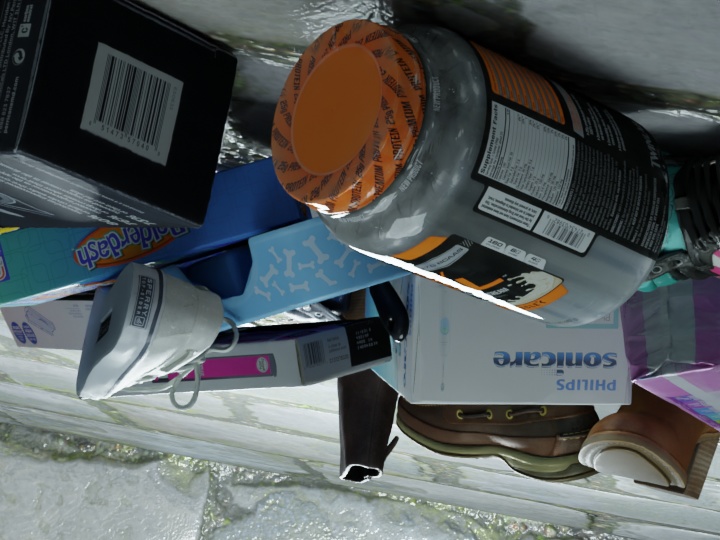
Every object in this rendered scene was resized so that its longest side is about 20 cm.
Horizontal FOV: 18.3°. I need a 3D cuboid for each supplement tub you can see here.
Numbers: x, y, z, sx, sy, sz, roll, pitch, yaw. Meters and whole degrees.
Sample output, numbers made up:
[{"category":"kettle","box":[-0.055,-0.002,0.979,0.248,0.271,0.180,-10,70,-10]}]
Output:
[{"category":"supplement tub","box":[0.057,-0.052,1.163,0.199,0.124,0.122,21,165,-38]}]

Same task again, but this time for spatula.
[{"category":"spatula","box":[0.000,0.000,1.457,0.020,0.057,0.200,6,-160,-22]}]

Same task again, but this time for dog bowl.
[{"category":"dog bowl","box":[-0.046,0.000,1.395,0.111,0.050,0.199,-16,179,-43]}]

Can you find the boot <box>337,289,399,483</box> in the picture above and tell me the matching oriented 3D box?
[{"category":"boot","box":[-0.004,0.082,1.760,0.072,0.168,0.200,11,171,-8]}]

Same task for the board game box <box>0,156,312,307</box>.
[{"category":"board game box","box":[-0.133,-0.023,1.416,0.198,0.045,0.152,-16,180,3]}]

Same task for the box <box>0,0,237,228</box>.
[{"category":"box","box":[-0.193,-0.092,1.261,0.199,0.105,0.147,2,166,40]}]

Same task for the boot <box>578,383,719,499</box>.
[{"category":"boot","box":[0.206,0.067,1.515,0.073,0.156,0.200,11,174,19]}]

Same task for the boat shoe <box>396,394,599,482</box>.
[{"category":"boat shoe","box":[0.099,0.098,1.605,0.072,0.068,0.199,-16,-164,-36]}]

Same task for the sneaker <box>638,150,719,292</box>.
[{"category":"sneaker","box":[0.187,-0.037,1.231,0.119,0.084,0.200,0,168,9]}]

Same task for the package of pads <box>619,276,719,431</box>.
[{"category":"package of pads","box":[0.231,0.032,1.407,0.075,0.122,0.200,-11,159,30]}]

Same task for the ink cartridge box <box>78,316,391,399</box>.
[{"category":"ink cartridge box","box":[-0.085,0.058,1.462,0.199,0.037,0.094,-8,-177,38]}]

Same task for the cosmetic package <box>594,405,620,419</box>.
[{"category":"cosmetic package","box":[0.145,0.056,1.670,0.074,0.103,0.199,21,164,-40]}]

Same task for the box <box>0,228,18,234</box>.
[{"category":"box","box":[-0.213,-0.051,1.589,0.070,0.065,0.200,16,169,-26]}]

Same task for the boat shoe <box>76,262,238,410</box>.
[{"category":"boat shoe","box":[-0.118,0.041,1.356,0.085,0.075,0.202,14,163,-14]}]

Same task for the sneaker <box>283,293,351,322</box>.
[{"category":"sneaker","box":[-0.059,-0.003,1.653,0.107,0.071,0.200,14,175,4]}]

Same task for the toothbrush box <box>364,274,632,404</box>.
[{"category":"toothbrush box","box":[0.087,0.035,1.481,0.145,0.086,0.200,1,-174,-8]}]

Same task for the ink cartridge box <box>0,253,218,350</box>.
[{"category":"ink cartridge box","box":[-0.175,0.017,1.583,0.094,0.045,0.199,-32,-165,-27]}]
